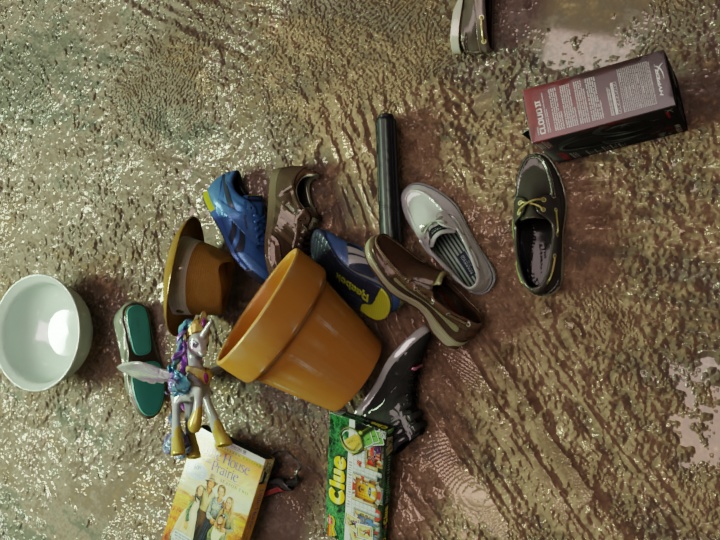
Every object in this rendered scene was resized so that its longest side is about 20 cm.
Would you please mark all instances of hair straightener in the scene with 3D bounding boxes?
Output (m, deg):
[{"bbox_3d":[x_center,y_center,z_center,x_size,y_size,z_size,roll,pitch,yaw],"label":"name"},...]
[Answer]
[{"bbox_3d":[-0.174,0.327,1.435,0.199,0.041,0.077,-24,76,28],"label":"hair straightener"}]

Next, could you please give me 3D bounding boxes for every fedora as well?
[{"bbox_3d":[-0.245,0.014,1.420,0.081,0.201,0.202,8,90,5],"label":"fedora"}]

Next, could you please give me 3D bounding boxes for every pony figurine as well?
[{"bbox_3d":[-0.264,0.181,1.385,0.193,0.166,0.201,-30,61,48],"label":"pony figurine"}]

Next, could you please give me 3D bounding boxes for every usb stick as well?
[{"bbox_3d":[0.041,-0.132,1.358,0.032,0.055,0.201,-2,85,-3],"label":"usb stick"}]

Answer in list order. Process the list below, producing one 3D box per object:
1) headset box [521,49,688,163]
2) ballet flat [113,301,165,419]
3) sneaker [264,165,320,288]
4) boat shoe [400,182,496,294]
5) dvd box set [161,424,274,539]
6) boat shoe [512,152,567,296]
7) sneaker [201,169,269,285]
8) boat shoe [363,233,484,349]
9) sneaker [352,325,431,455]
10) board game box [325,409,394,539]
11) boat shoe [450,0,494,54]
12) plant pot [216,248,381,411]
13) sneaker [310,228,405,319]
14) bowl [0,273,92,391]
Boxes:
[{"bbox_3d":[0.309,-0.205,1.181,0.199,0.149,0.078,-13,80,23],"label":"headset box"},{"bbox_3d":[-0.375,0.153,1.542,0.064,0.067,0.201,-23,75,51],"label":"ballet flat"},{"bbox_3d":[-0.101,-0.064,1.411,0.075,0.070,0.201,-3,86,24],"label":"sneaker"},{"bbox_3d":[0.122,-0.053,1.305,0.074,0.067,0.200,-46,69,15],"label":"boat shoe"},{"bbox_3d":[-0.225,0.361,1.424,0.146,0.029,0.201,20,93,28],"label":"dvd box set"},{"bbox_3d":[0.245,-0.067,1.251,0.071,0.061,0.203,-6,84,25],"label":"boat shoe"},{"bbox_3d":[-0.178,-0.071,1.452,0.078,0.066,0.201,-35,73,15],"label":"sneaker"},{"bbox_3d":[0.096,0.016,1.279,0.202,0.075,0.075,44,134,-7],"label":"boat shoe"},{"bbox_3d":[0.071,0.180,1.317,0.099,0.071,0.201,38,108,21],"label":"sneaker"},{"bbox_3d":[-0.003,0.311,1.333,0.104,0.023,0.201,13,108,36],"label":"board game box"},{"bbox_3d":[0.173,-0.411,1.304,0.059,0.072,0.201,9,94,20],"label":"boat shoe"},{"bbox_3d":[-0.076,0.102,1.316,0.183,0.200,0.200,36,104,-10],"label":"plant pot"},{"bbox_3d":[0.000,0.000,1.363,0.200,0.082,0.074,40,137,34],"label":"sneaker"},{"bbox_3d":[-0.539,0.109,1.598,0.200,0.090,0.202,-2,85,26],"label":"bowl"}]
